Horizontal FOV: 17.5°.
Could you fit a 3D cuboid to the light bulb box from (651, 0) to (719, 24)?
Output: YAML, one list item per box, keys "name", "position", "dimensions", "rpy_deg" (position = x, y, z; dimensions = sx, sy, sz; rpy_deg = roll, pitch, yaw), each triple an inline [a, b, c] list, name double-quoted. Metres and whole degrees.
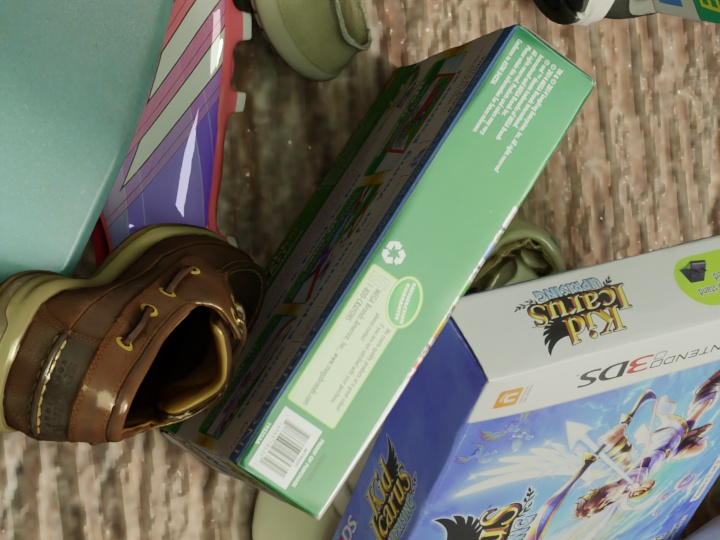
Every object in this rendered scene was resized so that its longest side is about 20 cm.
- name: "light bulb box"
  position: [0.199, -0.204, 0.953]
  dimensions: [0.125, 0.200, 0.199]
  rpy_deg: [-38, 122, -24]

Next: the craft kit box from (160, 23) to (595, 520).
- name: "craft kit box"
  position: [0.000, 0.000, 0.963]
  dimensions: [0.048, 0.197, 0.201]
  rpy_deg: [35, 83, -13]

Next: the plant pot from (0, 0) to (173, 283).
- name: "plant pot"
  position: [-0.162, -0.082, 0.926]
  dimensions: [0.141, 0.141, 0.201]
  rpy_deg: [32, 79, -22]

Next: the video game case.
- name: "video game case"
  position: [0.089, 0.073, 1.010]
  dimensions: [0.180, 0.046, 0.200]
  rpy_deg: [-12, 145, -28]

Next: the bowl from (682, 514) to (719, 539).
- name: "bowl"
  position: [0.237, 0.183, 1.144]
  dimensions: [0.199, 0.075, 0.201]
  rpy_deg: [-27, 105, -13]

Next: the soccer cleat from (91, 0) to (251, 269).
- name: "soccer cleat"
  position: [-0.090, -0.064, 0.994]
  dimensions: [0.076, 0.067, 0.201]
  rpy_deg: [-1, 99, -17]

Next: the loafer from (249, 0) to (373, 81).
- name: "loafer"
  position: [-0.021, -0.160, 0.965]
  dimensions: [0.068, 0.076, 0.200]
  rpy_deg: [-12, 137, 7]

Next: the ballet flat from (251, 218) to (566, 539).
- name: "ballet flat"
  position: [0.026, 0.058, 1.052]
  dimensions: [0.069, 0.069, 0.200]
  rpy_deg: [41, 81, -21]

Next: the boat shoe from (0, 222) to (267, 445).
- name: "boat shoe"
  position: [-0.078, 0.031, 0.891]
  dimensions: [0.067, 0.200, 0.072]
  rpy_deg: [21, 105, 16]

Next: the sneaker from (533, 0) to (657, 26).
- name: "sneaker"
  position: [0.123, -0.212, 1.065]
  dimensions: [0.079, 0.074, 0.201]
  rpy_deg: [-2, 103, -31]
